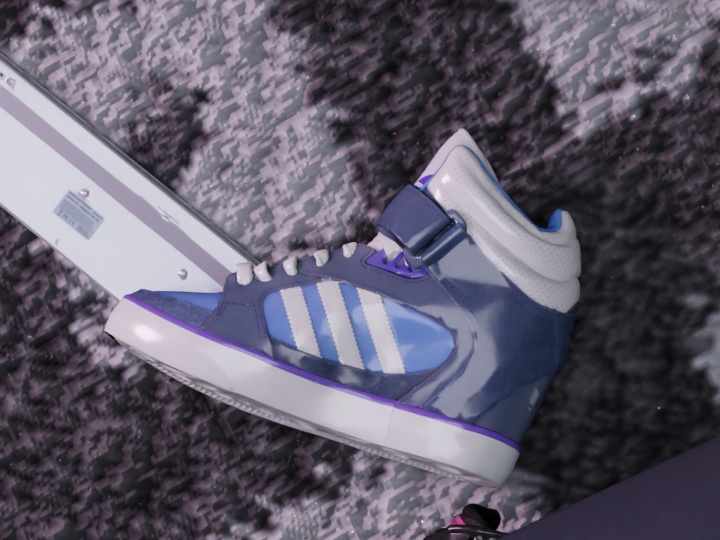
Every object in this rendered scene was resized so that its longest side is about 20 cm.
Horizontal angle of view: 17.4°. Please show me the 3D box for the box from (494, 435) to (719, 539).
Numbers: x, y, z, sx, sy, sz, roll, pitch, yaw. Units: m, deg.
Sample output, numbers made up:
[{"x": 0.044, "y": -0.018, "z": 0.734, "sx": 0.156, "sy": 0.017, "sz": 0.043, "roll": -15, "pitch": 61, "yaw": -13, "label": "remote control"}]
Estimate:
[{"x": 0.116, "y": 0.207, "z": 0.972, "sx": 0.199, "sy": 0.123, "sz": 0.199, "roll": -26, "pitch": 118, "yaw": 5, "label": "box"}]

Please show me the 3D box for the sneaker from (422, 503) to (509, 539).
[{"x": 0.041, "y": 0.150, "z": 1.054, "sx": 0.198, "sy": 0.077, "sz": 0.085, "roll": -12, "pitch": 81, "yaw": -3, "label": "sneaker"}]

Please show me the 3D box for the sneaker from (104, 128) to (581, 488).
[{"x": 0.000, "y": 0.000, "z": 1.057, "sx": 0.199, "sy": 0.081, "sz": 0.148, "roll": 19, "pitch": 81, "yaw": 9, "label": "sneaker"}]

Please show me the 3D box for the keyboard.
[{"x": -0.127, "y": -0.032, "z": 1.104, "sx": 0.200, "sy": 0.011, "sz": 0.056, "roll": 39, "pitch": 98, "yaw": 6, "label": "keyboard"}]
